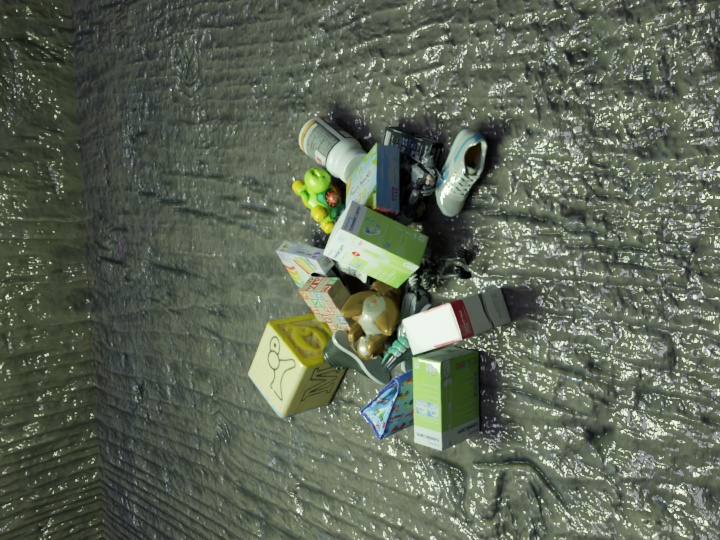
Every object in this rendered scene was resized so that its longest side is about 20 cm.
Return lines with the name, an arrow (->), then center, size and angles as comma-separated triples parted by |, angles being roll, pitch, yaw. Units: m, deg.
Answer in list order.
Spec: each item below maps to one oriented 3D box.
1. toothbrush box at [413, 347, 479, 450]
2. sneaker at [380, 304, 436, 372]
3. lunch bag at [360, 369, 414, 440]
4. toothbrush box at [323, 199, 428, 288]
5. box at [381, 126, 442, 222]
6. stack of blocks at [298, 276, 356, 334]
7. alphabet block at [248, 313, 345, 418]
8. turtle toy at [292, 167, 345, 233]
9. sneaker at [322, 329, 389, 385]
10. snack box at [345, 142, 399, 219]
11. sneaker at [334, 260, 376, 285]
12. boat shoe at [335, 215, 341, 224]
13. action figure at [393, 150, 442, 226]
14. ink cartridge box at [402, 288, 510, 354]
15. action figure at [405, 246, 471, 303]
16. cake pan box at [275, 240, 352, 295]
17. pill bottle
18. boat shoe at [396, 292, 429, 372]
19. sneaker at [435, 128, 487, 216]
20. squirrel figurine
toothbrush box -> 0.199, 0.291, 1.503 | 0.086, 0.145, 0.202 | 2, 97, 45
sneaker -> 0.136, 0.180, 1.555 | 0.087, 0.074, 0.200 | 39, 93, -8
lunch bag -> 0.112, 0.300, 1.584 | 0.094, 0.150, 0.201 | 51, 134, 28
toothbrush box -> 0.034, -0.057, 1.497 | 0.087, 0.199, 0.146 | -68, 10, -27
box -> 0.108, -0.238, 1.608 | 0.158, 0.046, 0.202 | 29, 115, 39
stack of blocks -> -0.065, 0.110, 1.743 | 0.115, 0.059, 0.201 | 1, 132, 45
alphabet block -> -0.173, 0.266, 1.852 | 0.195, 0.195, 0.201 | 44, 124, 30
turtle toy -> -0.107, -0.202, 1.755 | 0.101, 0.200, 0.146 | -37, 63, 0
sneaker -> -0.015, 0.246, 1.740 | 0.200, 0.071, 0.099 | 40, 135, -9
snack box -> 0.026, -0.181, 1.562 | 0.200, 0.067, 0.170 | 141, 135, -60
sneaker -> 0.000, 0.000, 1.727 | 0.199, 0.075, 0.088 | -17, 83, 46
boat shoe -> -0.019, -0.089, 1.690 | 0.072, 0.068, 0.200 | -38, 33, 4
action figure -> 0.121, -0.186, 1.512 | 0.201, 0.069, 0.130 | -66, 26, 24
ink cartridge box -> 0.215, 0.111, 1.437 | 0.144, 0.199, 0.085 | -25, 80, 44
action figure -> 0.162, 0.001, 1.538 | 0.199, 0.102, 0.120 | -20, 47, 42
cake pan box -> -0.124, 0.012, 1.802 | 0.199, 0.052, 0.185 | 14, 143, 45
pill bottle -> -0.066, -0.317, 1.724 | 0.200, 0.116, 0.117 | 45, 124, 33
boat shoe -> 0.121, 0.155, 1.630 | 0.065, 0.072, 0.202 | 15, 105, 47
sneaker -> 0.225, -0.212, 1.457 | 0.081, 0.076, 0.202 | -119, 40, -62
squirrel figurine -> 0.044, 0.128, 1.652 | 0.140, 0.201, 0.188 | 14, 139, 16
